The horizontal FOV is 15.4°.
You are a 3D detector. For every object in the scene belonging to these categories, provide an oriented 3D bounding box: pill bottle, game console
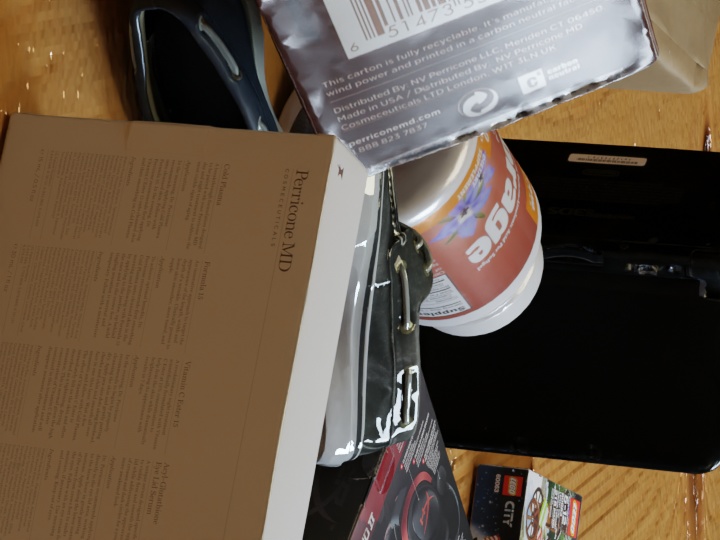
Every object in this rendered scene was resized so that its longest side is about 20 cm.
[{"bbox_3d":[0.035,-0.037,1.465,0.200,0.112,0.113,49,50,-62],"label":"pill bottle"},{"bbox_3d":[0.139,0.016,1.621,0.176,0.199,0.117,-62,149,-47],"label":"game console"}]

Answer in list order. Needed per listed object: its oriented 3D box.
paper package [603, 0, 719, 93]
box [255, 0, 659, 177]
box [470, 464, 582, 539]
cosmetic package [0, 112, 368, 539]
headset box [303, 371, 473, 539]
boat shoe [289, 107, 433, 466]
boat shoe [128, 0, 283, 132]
[{"bbox_3d":[0.077,-0.164,1.424,0.191,0.199,0.104,21,76,-69],"label":"paper package"},{"bbox_3d":[0.021,-0.184,1.226,0.164,0.166,0.200,64,7,-52],"label":"box"},{"bbox_3d":[0.103,0.239,1.795,0.137,0.038,0.201,30,66,-67],"label":"box"},{"bbox_3d":[-0.089,0.039,1.107,0.052,0.150,0.201,41,57,-64],"label":"cosmetic package"},{"bbox_3d":[-0.006,0.148,1.446,0.200,0.075,0.149,72,30,-45],"label":"headset box"},{"bbox_3d":[0.000,0.000,1.338,0.071,0.072,0.201,-11,119,-29],"label":"boat shoe"},{"bbox_3d":[-0.066,-0.056,1.249,0.062,0.075,0.200,-60,150,-48],"label":"boat shoe"}]
